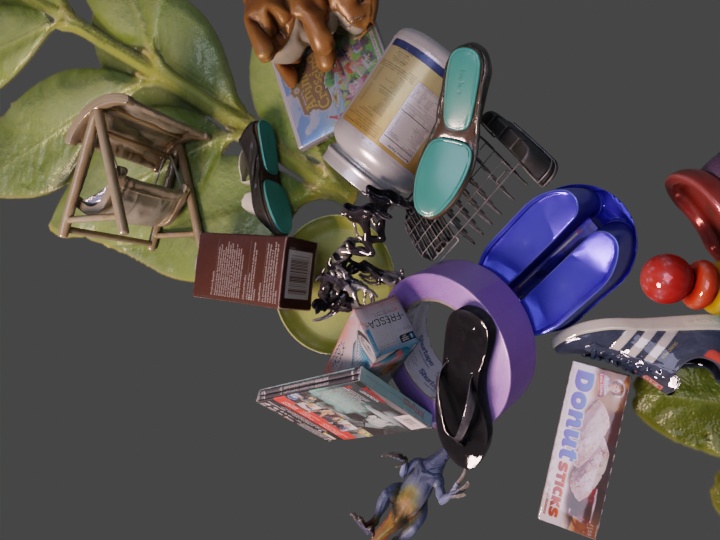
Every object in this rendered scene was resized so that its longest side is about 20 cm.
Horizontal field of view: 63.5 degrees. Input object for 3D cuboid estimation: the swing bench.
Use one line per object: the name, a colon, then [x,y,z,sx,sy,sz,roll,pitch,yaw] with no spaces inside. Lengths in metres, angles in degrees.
swing bench: [-0.343,-0.143,0.908,0.127,0.198,0.206,-1,85,21]

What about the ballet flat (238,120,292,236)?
ballet flat: [-0.153,-0.134,0.908,0.067,0.067,0.205,-22,68,28]

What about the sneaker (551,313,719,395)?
sneaker: [0.329,0.103,0.685,0.195,0.075,0.087,-7,71,21]

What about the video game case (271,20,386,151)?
video game case: [-0.046,-0.314,0.896,0.179,0.022,0.204,-22,79,19]

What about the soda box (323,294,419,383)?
soda box: [0.007,0.114,0.755,0.062,0.201,0.069,-17,65,-23]

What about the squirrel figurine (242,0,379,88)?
squirrel figurine: [-0.072,-0.394,0.833,0.183,0.141,0.204,-24,80,11]

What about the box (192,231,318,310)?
box: [-0.160,0.000,0.867,0.196,0.074,0.103,6,88,37]

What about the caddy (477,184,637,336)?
caddy: [0.239,-0.012,0.715,0.201,0.104,0.142,-49,67,28]

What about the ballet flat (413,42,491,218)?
ballet flat: [0.118,-0.161,0.695,0.067,0.068,0.204,24,111,22]

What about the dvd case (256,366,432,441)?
dvd case: [-0.024,0.181,0.764,0.198,0.145,0.022,-20,44,41]

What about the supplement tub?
supplement tub: [0.052,-0.198,0.784,0.144,0.144,0.202,41,101,19]

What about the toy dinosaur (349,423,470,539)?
toy dinosaur: [0.068,0.280,0.784,0.105,0.201,0.182,39,62,9]

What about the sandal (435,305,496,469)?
sandal: [0.113,0.139,0.674,0.075,0.042,0.205,15,116,41]

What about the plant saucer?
plant saucer: [-0.036,0.021,0.864,0.195,0.031,0.206,-2,85,22]

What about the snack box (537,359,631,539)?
snack box: [0.279,0.221,0.727,0.070,0.024,0.205,12,91,22]

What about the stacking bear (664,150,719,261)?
stacking bear: [0.466,-0.114,0.637,0.198,0.113,0.123,-33,75,12]

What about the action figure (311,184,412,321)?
action figure: [0.000,0.000,0.756,0.101,0.119,0.203,31,124,14]

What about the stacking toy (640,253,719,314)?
stacking toy: [0.406,0.023,0.635,0.195,0.085,0.088,10,90,7]

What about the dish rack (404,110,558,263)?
dish rack: [0.141,-0.103,0.756,0.201,0.054,0.155,-49,30,19]

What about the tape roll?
tape roll: [0.116,0.093,0.731,0.198,0.065,0.205,20,118,41]
